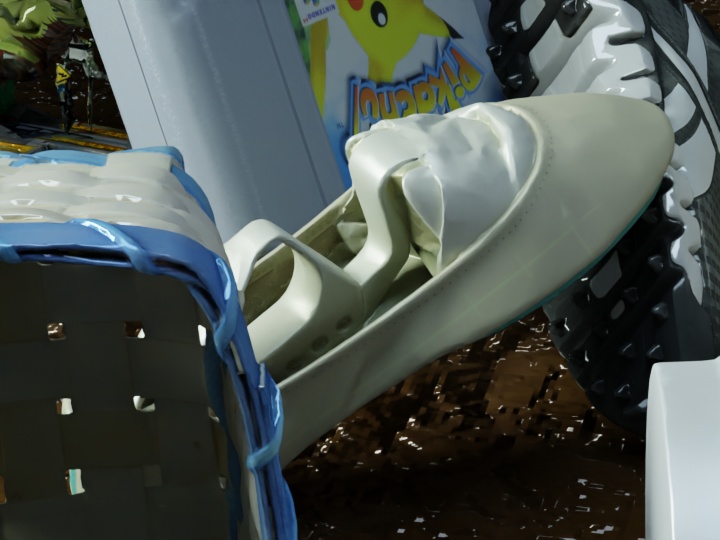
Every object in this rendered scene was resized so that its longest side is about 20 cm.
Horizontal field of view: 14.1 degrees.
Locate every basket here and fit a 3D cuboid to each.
[{"bbox_3d":[-0.083,0.068,0.667,0.139,0.177,0.200,-6,22,0],"label":"basket"}]

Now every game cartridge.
[{"bbox_3d":[-0.003,-0.076,0.930,0.040,0.133,0.200,-7,14,38],"label":"game cartridge"}]

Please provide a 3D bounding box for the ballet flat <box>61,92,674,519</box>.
[{"bbox_3d":[0.000,0.000,0.805,0.200,0.069,0.069,-38,39,-9],"label":"ballet flat"}]

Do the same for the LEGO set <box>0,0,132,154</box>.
[{"bbox_3d":[-0.086,-0.089,0.930,0.116,0.200,0.154,10,12,18],"label":"LEGO set"}]

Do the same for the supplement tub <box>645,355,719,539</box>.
[{"bbox_3d":[0.166,0.079,0.644,0.200,0.146,0.145,-1,30,3],"label":"supplement tub"}]

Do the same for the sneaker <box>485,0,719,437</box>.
[{"bbox_3d":[0.099,-0.026,0.901,0.090,0.066,0.200,17,39,-25],"label":"sneaker"}]
